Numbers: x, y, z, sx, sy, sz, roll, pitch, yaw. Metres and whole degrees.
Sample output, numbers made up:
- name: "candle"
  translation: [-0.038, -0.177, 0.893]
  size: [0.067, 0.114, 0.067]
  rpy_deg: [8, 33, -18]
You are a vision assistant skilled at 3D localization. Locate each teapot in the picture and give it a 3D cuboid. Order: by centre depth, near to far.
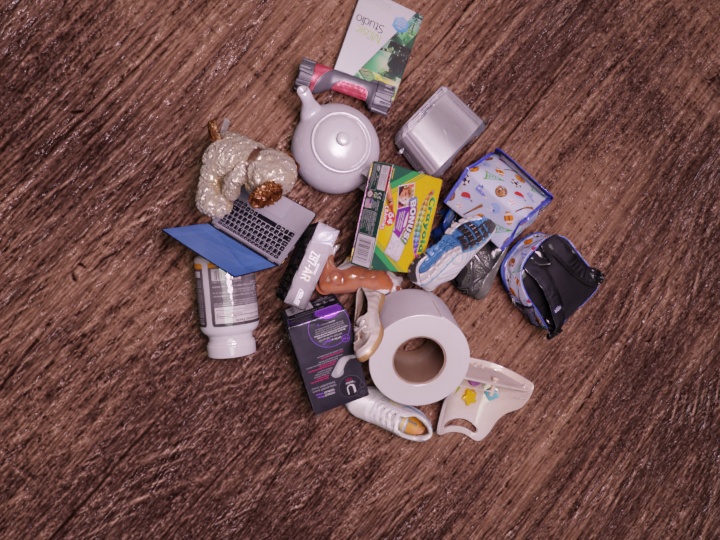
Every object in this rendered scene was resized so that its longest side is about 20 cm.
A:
- name: "teapot"
  translation: [-0.042, -0.247, 1.130]
  size: [0.200, 0.146, 0.198]
  rpy_deg: [5, 91, -14]

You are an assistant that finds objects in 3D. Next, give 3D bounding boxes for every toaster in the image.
- name: "toaster"
  translation: [0.168, -0.297, 1.193]
  size: [0.129, 0.114, 0.200]
  rpy_deg: [44, 84, -8]

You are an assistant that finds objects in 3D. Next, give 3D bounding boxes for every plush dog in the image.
- name: "plush dog"
  translation: [-0.200, -0.193, 1.046]
  size: [0.172, 0.161, 0.200]
  rpy_deg: [16, 45, 7]

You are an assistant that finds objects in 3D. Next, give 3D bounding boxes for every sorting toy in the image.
- name: "sorting toy"
  translation: [0.248, 0.293, 1.241]
  size: [0.200, 0.107, 0.180]
  rpy_deg: [16, 101, -24]

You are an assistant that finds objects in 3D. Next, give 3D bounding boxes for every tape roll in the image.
- name: "tape roll"
  translation: [0.110, 0.154, 1.152]
  size: [0.202, 0.139, 0.203]
  rpy_deg: [-2, 109, -5]

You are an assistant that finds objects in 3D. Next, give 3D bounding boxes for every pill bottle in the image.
- name: "pill bottle"
  translation: [-0.262, 0.065, 1.106]
  size: [0.116, 0.116, 0.200]
  rpy_deg: [-5, 94, -12]

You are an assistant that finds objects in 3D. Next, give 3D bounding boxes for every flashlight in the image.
- name: "flashlight"
  translation: [-0.033, -0.371, 1.148]
  size: [0.200, 0.068, 0.068]
  rpy_deg: [18, 45, -9]

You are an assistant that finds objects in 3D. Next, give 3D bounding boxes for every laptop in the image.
- name: "laptop"
  translation: [-0.224, -0.091, 1.061]
  size: [0.187, 0.116, 0.200]
  rpy_deg: [30, 78, 21]

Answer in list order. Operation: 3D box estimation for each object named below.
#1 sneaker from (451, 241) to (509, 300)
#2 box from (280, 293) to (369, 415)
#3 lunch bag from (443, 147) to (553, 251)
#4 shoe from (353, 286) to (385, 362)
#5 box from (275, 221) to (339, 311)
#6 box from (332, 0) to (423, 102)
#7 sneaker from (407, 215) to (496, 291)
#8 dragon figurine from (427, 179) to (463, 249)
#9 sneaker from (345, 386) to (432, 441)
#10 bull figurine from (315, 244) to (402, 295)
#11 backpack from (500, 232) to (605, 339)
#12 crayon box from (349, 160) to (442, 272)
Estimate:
- name: "sneaker"
  translation: [0.256, -0.045, 1.237]
  size: [0.114, 0.076, 0.200]
  rpy_deg: [22, 92, -20]
- name: "box"
  translation: [-0.072, 0.167, 1.136]
  size: [0.122, 0.106, 0.200]
  rpy_deg: [-17, 109, -11]
- name: "lunch bag"
  translation: [0.305, -0.163, 1.187]
  size: [0.170, 0.124, 0.200]
  rpy_deg: [44, 42, 12]
- name: "shoe"
  translation: [0.008, 0.100, 1.088]
  size: [0.053, 0.200, 0.070]
  rpy_deg: [38, 119, -16]
- name: "box"
  translation: [-0.109, -0.010, 1.094]
  size: [0.043, 0.200, 0.160]
  rpy_deg: [24, 85, -12]
- name: "box"
  translation: [0.035, -0.477, 1.196]
  size: [0.144, 0.036, 0.200]
  rpy_deg: [19, 89, -12]
- name: "sneaker"
  translation: [0.191, -0.031, 1.137]
  size: [0.200, 0.075, 0.087]
  rpy_deg: [-36, 141, 8]
- name: "dragon figurine"
  translation: [0.198, -0.102, 1.211]
  size: [0.059, 0.099, 0.200]
  rpy_deg: [31, 85, -12]
- name: "sneaker"
  translation: [0.064, 0.307, 1.203]
  size: [0.200, 0.081, 0.077]
  rpy_deg: [22, 89, -11]
- name: "bull figurine"
  translation: [0.000, 0.000, 1.189]
  size: [0.200, 0.065, 0.122]
  rpy_deg: [-3, 86, -18]
- name: "backpack"
  translation: [0.404, 0.012, 1.230]
  size: [0.200, 0.154, 0.191]
  rpy_deg: [-44, 118, -15]
- name: "crayon box"
  translation: [0.074, -0.100, 1.108]
  size: [0.172, 0.058, 0.200]
  rpy_deg: [3, 102, -49]
